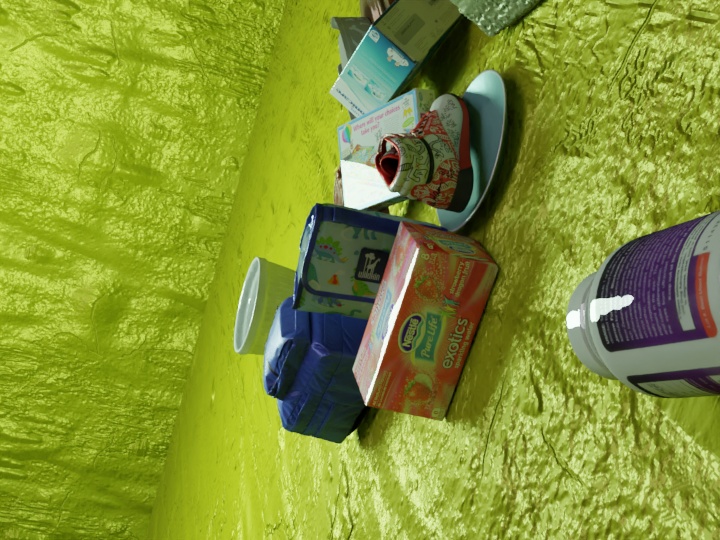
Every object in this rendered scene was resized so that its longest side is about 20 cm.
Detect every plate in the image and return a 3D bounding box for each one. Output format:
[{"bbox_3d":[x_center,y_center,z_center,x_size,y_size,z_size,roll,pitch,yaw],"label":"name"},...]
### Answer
[{"bbox_3d":[0.140,-0.142,1.211,0.200,0.025,0.202,-167,90,-74],"label":"plate"}]

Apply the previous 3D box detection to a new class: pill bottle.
[{"bbox_3d":[0.217,0.024,0.641,0.200,0.110,0.113,153,128,-70],"label":"pill bottle"}]

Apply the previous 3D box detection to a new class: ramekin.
[{"bbox_3d":[-0.184,0.081,2.041,0.200,0.104,0.202,-167,90,-75],"label":"ramekin"}]

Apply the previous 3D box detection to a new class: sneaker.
[{"bbox_3d":[0.074,-0.159,1.211,0.203,0.107,0.067,-91,21,-43],"label":"sneaker"}]

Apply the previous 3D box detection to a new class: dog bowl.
[{"bbox_3d":[0.002,-0.322,1.638,0.200,0.058,0.202,167,90,-87],"label":"dog bowl"}]

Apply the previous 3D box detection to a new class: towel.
[{"bbox_3d":[0.149,-0.354,1.148,0.037,0.148,0.200,-53,8,-20],"label":"towel"}]

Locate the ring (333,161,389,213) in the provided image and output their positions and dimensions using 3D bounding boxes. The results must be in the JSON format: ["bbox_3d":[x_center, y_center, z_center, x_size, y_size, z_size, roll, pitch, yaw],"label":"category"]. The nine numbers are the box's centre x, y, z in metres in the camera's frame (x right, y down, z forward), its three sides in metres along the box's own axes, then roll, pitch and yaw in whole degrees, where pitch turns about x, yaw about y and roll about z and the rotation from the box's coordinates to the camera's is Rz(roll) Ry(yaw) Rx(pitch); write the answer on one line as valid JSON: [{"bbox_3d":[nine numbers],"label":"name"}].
[{"bbox_3d":[-0.004,-0.084,1.555,0.200,0.019,0.203,170,90,-66],"label":"ring"}]

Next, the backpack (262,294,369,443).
[{"bbox_3d":[-0.058,0.137,1.441,0.163,0.166,0.201,-86,13,-51],"label":"backpack"}]

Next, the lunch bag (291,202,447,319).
[{"bbox_3d":[0.008,-0.015,1.272,0.200,0.168,0.129,114,162,-61],"label":"lunch bag"}]

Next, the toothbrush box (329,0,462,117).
[{"bbox_3d":[0.054,-0.318,1.439,0.147,0.085,0.200,-50,2,-25],"label":"toothbrush box"}]

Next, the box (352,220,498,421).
[{"bbox_3d":[0.071,0.058,1.154,0.095,0.102,0.202,-116,42,-66],"label":"box"}]

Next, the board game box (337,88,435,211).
[{"bbox_3d":[0.039,-0.163,1.413,0.199,0.034,0.136,-14,79,56],"label":"board game box"}]

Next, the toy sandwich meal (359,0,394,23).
[{"bbox_3d":[0.050,-0.394,1.642,0.205,0.070,0.207,166,90,-86],"label":"toy sandwich meal"}]
